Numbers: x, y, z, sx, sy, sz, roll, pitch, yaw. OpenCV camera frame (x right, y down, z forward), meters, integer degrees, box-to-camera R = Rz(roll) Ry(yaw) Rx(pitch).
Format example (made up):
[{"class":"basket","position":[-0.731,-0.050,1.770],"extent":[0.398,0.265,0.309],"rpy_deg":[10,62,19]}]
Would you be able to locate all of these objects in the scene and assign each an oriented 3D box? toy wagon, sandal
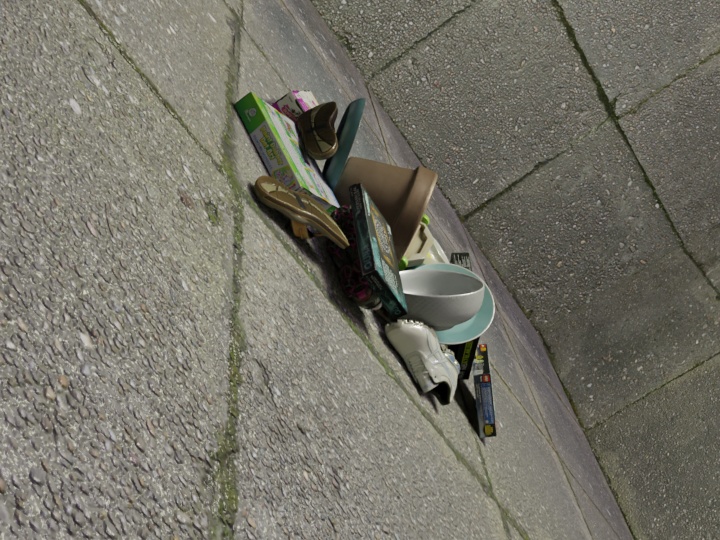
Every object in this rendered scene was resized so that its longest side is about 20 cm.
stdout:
[{"class":"toy wagon","position":[0.055,-0.085,1.848],"extent":[0.198,0.040,0.156],"rpy_deg":[26,46,5]},{"class":"sandal","position":[-0.071,-0.255,1.655],"extent":[0.201,0.080,0.055],"rpy_deg":[-103,177,-52]},{"class":"sandal","position":[-0.099,-0.084,1.391],"extent":[0.199,0.054,0.081],"rpy_deg":[27,25,-40]}]

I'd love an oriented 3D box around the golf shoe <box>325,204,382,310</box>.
[{"class":"golf shoe","position":[-0.010,-0.020,1.539],"extent":[0.092,0.072,0.203],"rpy_deg":[47,25,-56]}]

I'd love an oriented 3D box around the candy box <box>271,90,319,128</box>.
[{"class":"candy box","position":[-0.110,-0.303,1.835],"extent":[0.137,0.061,0.200],"rpy_deg":[57,12,-6]}]

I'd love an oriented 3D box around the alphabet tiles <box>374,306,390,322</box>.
[{"class":"alphabet tiles","position":[0.000,0.000,1.663],"extent":[0.167,0.007,0.202],"rpy_deg":[41,21,-55]}]

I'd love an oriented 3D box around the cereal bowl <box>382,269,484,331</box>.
[{"class":"cereal bowl","position":[0.132,0.061,1.650],"extent":[0.200,0.196,0.085],"rpy_deg":[-64,155,-75]}]

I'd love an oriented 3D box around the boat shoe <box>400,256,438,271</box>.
[{"class":"boat shoe","position":[0.092,-0.020,1.897],"extent":[0.198,0.063,0.072],"rpy_deg":[31,33,-10]}]

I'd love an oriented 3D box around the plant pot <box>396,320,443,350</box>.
[{"class":"plant pot","position":[0.135,0.158,1.769],"extent":[0.201,0.027,0.201],"rpy_deg":[55,13,-19]}]

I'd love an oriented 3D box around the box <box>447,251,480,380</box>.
[{"class":"box","position":[0.212,0.098,1.863],"extent":[0.194,0.047,0.203],"rpy_deg":[89,-2,-55]}]

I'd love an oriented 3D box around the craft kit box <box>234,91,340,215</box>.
[{"class":"craft kit box","position":[-0.125,-0.198,1.566],"extent":[0.202,0.048,0.197],"rpy_deg":[62,10,17]}]

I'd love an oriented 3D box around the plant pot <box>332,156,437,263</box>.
[{"class":"plant pot","position":[0.034,-0.134,1.708],"extent":[0.172,0.203,0.200],"rpy_deg":[25,15,-1]}]

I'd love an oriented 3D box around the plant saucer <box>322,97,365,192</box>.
[{"class":"plant saucer","position":[-0.038,-0.240,1.691],"extent":[0.027,0.202,0.201],"rpy_deg":[21,21,-9]}]

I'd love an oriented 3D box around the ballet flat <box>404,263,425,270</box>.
[{"class":"ballet flat","position":[0.144,0.074,1.824],"extent":[0.069,0.067,0.202],"rpy_deg":[61,5,-59]}]

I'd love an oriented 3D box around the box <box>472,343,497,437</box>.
[{"class":"box","position":[0.266,0.255,1.895],"extent":[0.200,0.039,0.139],"rpy_deg":[-66,150,-75]}]

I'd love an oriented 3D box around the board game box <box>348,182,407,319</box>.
[{"class":"board game box","position":[0.029,-0.035,1.494],"extent":[0.136,0.028,0.202],"rpy_deg":[53,21,-46]}]

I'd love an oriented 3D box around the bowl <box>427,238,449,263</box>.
[{"class":"bowl","position":[0.141,-0.014,2.020],"extent":[0.201,0.107,0.201],"rpy_deg":[55,12,-18]}]

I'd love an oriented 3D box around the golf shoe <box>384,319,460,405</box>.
[{"class":"golf shoe","position":[0.116,0.166,1.580],"extent":[0.200,0.078,0.098],"rpy_deg":[41,37,-33]}]

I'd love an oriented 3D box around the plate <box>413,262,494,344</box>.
[{"class":"plate","position":[0.167,0.069,1.743],"extent":[0.026,0.197,0.202],"rpy_deg":[94,-21,-51]}]
